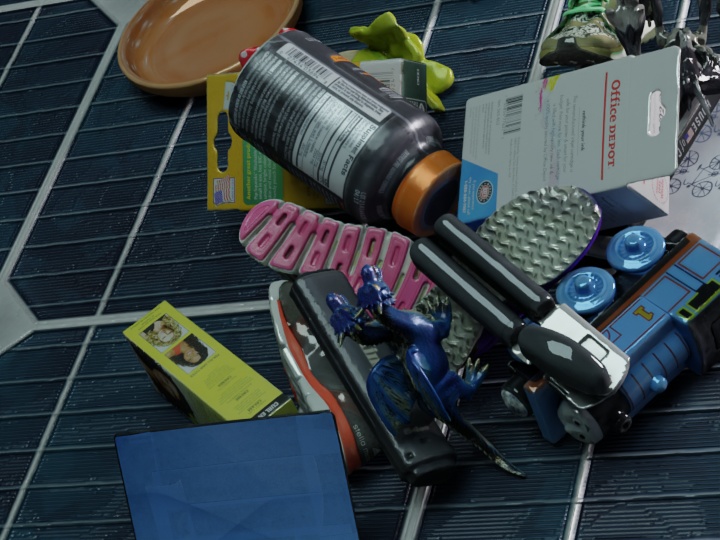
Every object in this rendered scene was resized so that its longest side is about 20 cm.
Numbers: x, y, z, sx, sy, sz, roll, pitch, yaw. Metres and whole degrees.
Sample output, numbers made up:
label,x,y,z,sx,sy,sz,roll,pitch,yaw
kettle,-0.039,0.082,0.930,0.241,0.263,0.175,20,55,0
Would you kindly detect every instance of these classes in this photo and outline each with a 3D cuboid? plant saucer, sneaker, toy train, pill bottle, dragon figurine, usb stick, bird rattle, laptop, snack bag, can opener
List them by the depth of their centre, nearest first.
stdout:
label,x,y,z,sx,sy,sz,roll,pitch,yaw
can opener,0.113,0.024,1.574,0.053,0.067,0.200,-44,61,-8
laptop,-0.102,0.223,1.579,0.187,0.116,0.200,-8,43,23
dragon figurine,0.043,0.083,1.590,0.059,0.200,0.099,-19,10,36
toy train,0.199,0.050,1.622,0.200,0.087,0.114,-41,47,-16
usb stick,0.009,0.079,1.656,0.033,0.055,0.200,-54,55,35
sneaker,0.112,0.004,1.687,0.200,0.100,0.070,-43,80,19
sneaker,-0.015,0.079,1.731,0.082,0.077,0.200,-21,49,-7
snack bag,0.239,-0.080,1.786,0.200,0.021,0.189,10,53,37
pill bottle,-0.006,-0.107,1.791,0.200,0.106,0.106,36,68,25
sneaker,0.000,0.000,1.798,0.200,0.087,0.074,21,85,20
sneaker,0.198,-0.227,1.858,0.077,0.089,0.200,-2,17,22
bird rattle,-0.025,-0.154,1.963,0.200,0.113,0.163,-8,62,25
plant saucer,-0.146,-0.239,2.170,0.200,0.037,0.200,-16,41,15

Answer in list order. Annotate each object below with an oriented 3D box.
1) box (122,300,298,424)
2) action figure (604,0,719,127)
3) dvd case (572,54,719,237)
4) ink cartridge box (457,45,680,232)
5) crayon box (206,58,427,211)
label,x,y,z,sx,sy,sz,roll,pitch,yaw
box,-0.114,0.100,1.755,0.050,0.075,0.200,-39,39,-16
action figure,0.259,-0.202,1.773,0.119,0.102,0.200,-9,37,10
dvd case,0.207,-0.107,1.803,0.150,0.025,0.200,5,49,41
ink cartridge box,0.178,-0.094,1.703,0.200,0.068,0.115,-12,62,36
crayon box,-0.039,-0.116,1.900,0.200,0.052,0.126,-1,89,29
